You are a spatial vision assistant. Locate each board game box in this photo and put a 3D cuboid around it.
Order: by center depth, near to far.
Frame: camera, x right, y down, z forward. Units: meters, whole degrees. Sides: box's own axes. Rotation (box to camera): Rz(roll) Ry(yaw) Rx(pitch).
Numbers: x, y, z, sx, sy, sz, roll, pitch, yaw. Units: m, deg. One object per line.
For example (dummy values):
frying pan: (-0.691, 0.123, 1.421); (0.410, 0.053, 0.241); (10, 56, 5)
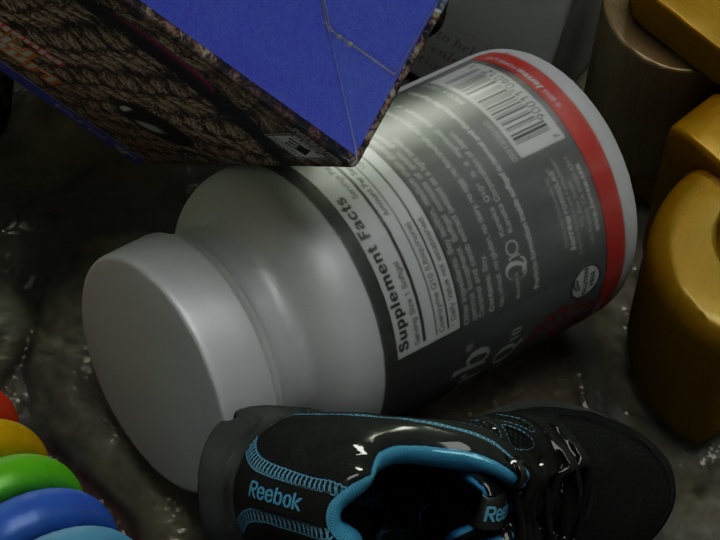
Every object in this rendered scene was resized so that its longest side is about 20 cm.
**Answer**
board game box: (-0.081, -0.120, 0.873); (0.159, 0.200, 0.097); (35, 77, -24)

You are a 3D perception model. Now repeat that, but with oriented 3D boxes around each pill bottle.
pill bottle: (0.000, 0.000, 0.930); (0.199, 0.116, 0.116); (-26, 59, -30)

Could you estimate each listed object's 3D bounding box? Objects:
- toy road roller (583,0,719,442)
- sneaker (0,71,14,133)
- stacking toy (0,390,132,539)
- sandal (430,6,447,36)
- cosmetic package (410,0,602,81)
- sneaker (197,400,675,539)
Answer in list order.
toy road roller: (0.148, -0.025, 0.986); (0.146, 0.123, 0.200); (-37, 65, -24)
sneaker: (-0.188, -0.066, 0.979); (0.090, 0.076, 0.201); (2, 45, 1)
stacking toy: (-0.130, 0.086, 0.854); (0.085, 0.086, 0.200); (-19, 52, -26)
sandal: (-0.044, -0.165, 0.972); (0.199, 0.082, 0.055); (31, 78, -3)
cosmetic package: (0.067, -0.206, 1.092); (0.164, 0.166, 0.200); (29, 49, 13)
sneaker: (0.043, 0.087, 0.859); (0.199, 0.074, 0.082); (1, 4, -35)
